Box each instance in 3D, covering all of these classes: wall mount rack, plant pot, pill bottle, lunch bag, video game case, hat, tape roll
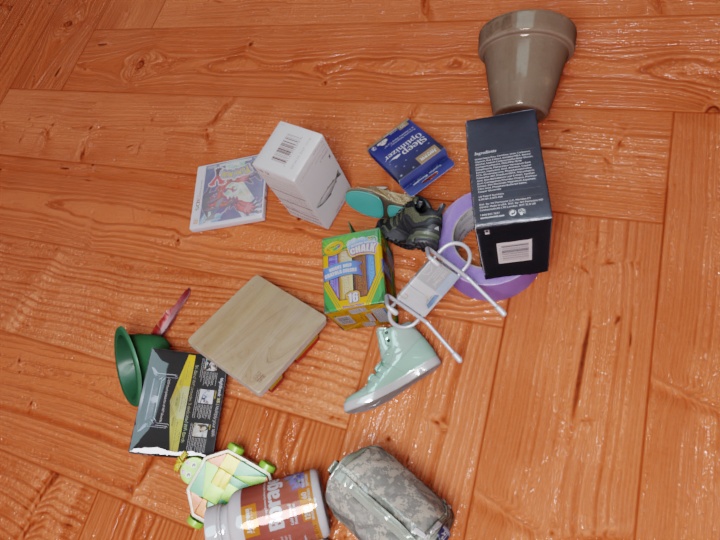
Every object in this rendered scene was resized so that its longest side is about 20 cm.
[{"bbox_3d":[0.144,0.057,0.920,0.201,0.173,0.075,-51,16,20],"label":"wall mount rack"},{"bbox_3d":[0.338,-0.407,1.097,0.198,0.200,0.177,5,85,20],"label":"plant pot"},{"bbox_3d":[-0.156,0.419,0.898,0.197,0.113,0.113,-14,62,-6],"label":"pill bottle"},{"bbox_3d":[0.045,0.383,0.842,0.199,0.168,0.140,33,80,27],"label":"lunch bag"},{"bbox_3d":[-0.320,-0.192,1.299,0.197,0.023,0.185,-7,65,15],"label":"video game case"},{"bbox_3d":[-0.431,0.179,1.169,0.165,0.175,0.202,35,124,40],"label":"hat"},{"bbox_3d":[0.248,-0.050,1.014,0.197,0.085,0.203,-7,65,16],"label":"tape roll"}]

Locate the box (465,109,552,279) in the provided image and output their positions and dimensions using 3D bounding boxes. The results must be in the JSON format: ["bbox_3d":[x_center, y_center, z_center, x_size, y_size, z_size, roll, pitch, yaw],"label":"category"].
[{"bbox_3d":[0.247,-0.120,0.885,0.116,0.197,0.203,-7,65,14],"label":"box"}]

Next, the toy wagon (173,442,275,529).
[{"bbox_3d":[-0.256,0.400,0.972,0.198,0.040,0.156,29,77,1],"label":"toy wagon"}]

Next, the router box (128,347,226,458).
[{"bbox_3d":[-0.355,0.266,1.053,0.155,0.052,0.203,10,67,-11],"label":"router box"}]

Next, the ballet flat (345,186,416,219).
[{"bbox_3d":[0.063,-0.145,1.139,0.198,0.071,0.065,21,47,22],"label":"ballet flat"}]

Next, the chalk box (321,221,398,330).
[{"bbox_3d":[0.000,0.000,1.051,0.122,0.125,0.203,-9,66,14],"label":"chalk box"}]

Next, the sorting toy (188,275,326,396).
[{"bbox_3d":[-0.200,0.136,1.061,0.197,0.070,0.200,28,57,25],"label":"sorting toy"}]

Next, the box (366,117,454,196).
[{"bbox_3d":[0.106,-0.251,1.151,0.121,0.032,0.201,-36,46,0],"label":"box"}]

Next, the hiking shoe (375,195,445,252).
[{"bbox_3d":[0.103,-0.096,1.050,0.199,0.075,0.102,19,86,59],"label":"hiking shoe"}]

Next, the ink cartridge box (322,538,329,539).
[{"bbox_3d":[-0.078,0.554,0.855,0.199,0.043,0.198,9,67,59],"label":"ink cartridge box"}]

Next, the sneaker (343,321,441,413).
[{"bbox_3d":[0.037,0.177,0.987,0.199,0.074,0.119,-30,67,-7],"label":"sneaker"}]

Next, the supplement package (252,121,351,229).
[{"bbox_3d":[-0.118,-0.199,1.134,0.116,0.200,0.118,23,75,26],"label":"supplement package"}]
